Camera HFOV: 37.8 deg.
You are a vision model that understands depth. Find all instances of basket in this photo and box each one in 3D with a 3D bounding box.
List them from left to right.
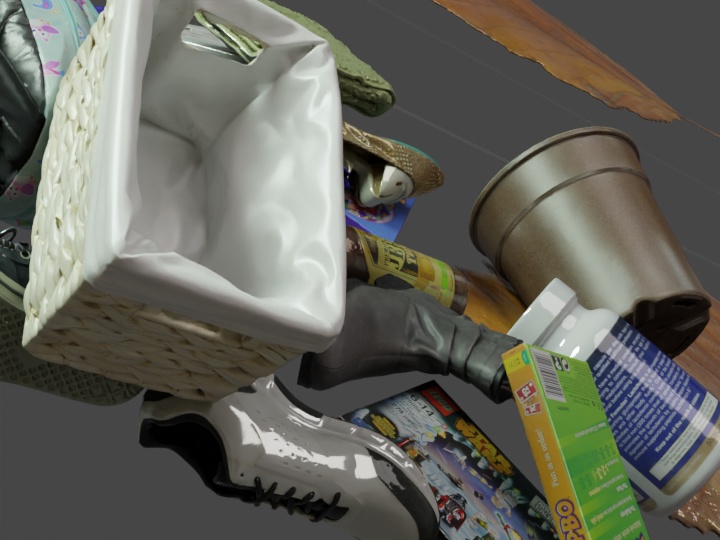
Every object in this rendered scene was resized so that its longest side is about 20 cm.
[{"bbox_3d":[-0.096,-0.043,0.565,0.135,0.123,0.202,21,50,-33],"label":"basket"}]

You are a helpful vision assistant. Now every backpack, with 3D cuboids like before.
[{"bbox_3d":[-0.227,-0.123,0.687,0.126,0.167,0.201,6,45,-52],"label":"backpack"}]

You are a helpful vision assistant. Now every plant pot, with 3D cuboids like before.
[{"bbox_3d":[0.238,-0.004,1.060,0.199,0.200,0.199,13,41,-41],"label":"plant pot"}]

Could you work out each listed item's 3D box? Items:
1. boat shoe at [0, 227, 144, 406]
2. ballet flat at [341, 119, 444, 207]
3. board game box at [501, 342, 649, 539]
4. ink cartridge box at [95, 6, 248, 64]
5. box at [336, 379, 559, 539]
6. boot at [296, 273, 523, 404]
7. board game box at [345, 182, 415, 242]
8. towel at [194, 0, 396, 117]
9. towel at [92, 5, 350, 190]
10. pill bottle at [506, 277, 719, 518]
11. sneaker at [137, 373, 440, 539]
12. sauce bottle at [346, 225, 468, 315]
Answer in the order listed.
[{"bbox_3d":[-0.204,0.016,0.574,0.199,0.075,0.062,26,21,-34],"label":"boat shoe"},{"bbox_3d":[-0.008,-0.092,0.931,0.199,0.070,0.066,21,55,-29],"label":"ballet flat"},{"bbox_3d":[0.158,0.151,0.720,0.095,0.030,0.202,19,46,-49],"label":"board game box"},{"bbox_3d":[-0.135,-0.203,1.023,0.175,0.045,0.200,20,14,19],"label":"ink cartridge box"},{"bbox_3d":[0.076,0.168,0.711,0.200,0.040,0.137,46,25,19],"label":"box"},{"bbox_3d":[0.046,0.057,0.754,0.131,0.070,0.200,24,21,17],"label":"boot"},{"bbox_3d":[-0.018,-0.079,1.007,0.134,0.045,0.200,36,25,-3],"label":"board game box"},{"bbox_3d":[-0.066,-0.199,0.930,0.199,0.037,0.148,8,33,-52],"label":"towel"},{"bbox_3d":[-0.102,-0.121,0.777,0.199,0.050,0.148,37,2,20],"label":"towel"},{"bbox_3d":[0.215,0.106,0.909,0.200,0.116,0.116,41,25,9],"label":"pill bottle"},{"bbox_3d":[-0.045,0.119,0.622,0.199,0.074,0.080,32,39,-1],"label":"sneaker"},{"bbox_3d":[0.000,0.000,0.873,0.199,0.065,0.065,20,30,-33],"label":"sauce bottle"}]
